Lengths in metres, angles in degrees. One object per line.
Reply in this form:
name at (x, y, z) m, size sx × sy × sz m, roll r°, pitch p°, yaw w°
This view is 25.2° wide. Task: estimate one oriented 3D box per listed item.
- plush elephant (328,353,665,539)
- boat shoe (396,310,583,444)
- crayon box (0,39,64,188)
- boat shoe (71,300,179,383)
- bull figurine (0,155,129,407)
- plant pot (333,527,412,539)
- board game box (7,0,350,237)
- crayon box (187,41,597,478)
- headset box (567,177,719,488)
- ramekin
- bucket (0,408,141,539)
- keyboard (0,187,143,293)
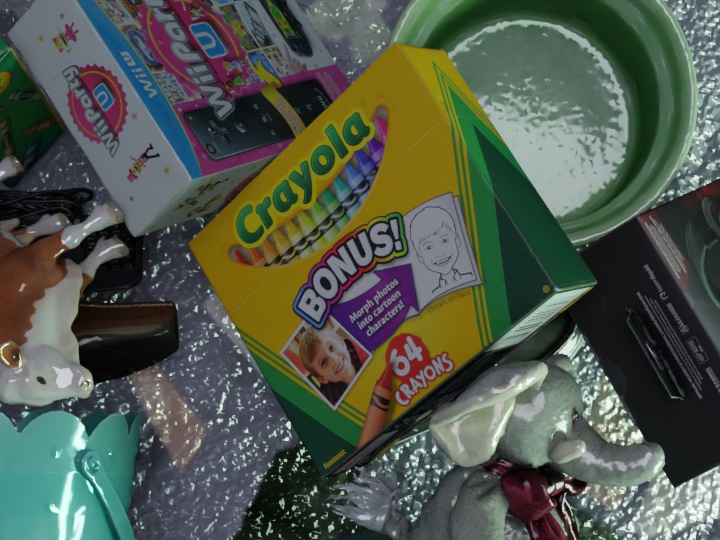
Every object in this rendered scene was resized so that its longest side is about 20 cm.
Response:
plush elephant at (0.100, 0.124, 0.933) m, size 0.200 × 0.165 × 0.155 m, roll 32°, pitch 106°, yaw 12°
boat shoe at (0.061, 0.067, 1.044) m, size 0.199 × 0.057 × 0.069 m, roll -27°, pitch 83°, yaw -4°
crayon box at (-0.259, -0.127, 0.994) m, size 0.119 × 0.200 × 0.058 m, roll 40°, pitch 83°, yaw 5°
boat shoe at (-0.218, 0.034, 1.037) m, size 0.199 × 0.076 × 0.074 m, roll -7°, pitch 68°, yaw -4°
bull figurine at (-0.202, 0.005, 0.941) m, size 0.121 × 0.065 × 0.200 m, roll -42°, pitch 45°, yaw -23°
plant pot at (0.024, 0.258, 0.977) m, size 0.199 × 0.135 × 0.201 m, roll 0°, pitch 82°, yaw -1°
board game box at (-0.099, -0.117, 1.002) m, size 0.064 × 0.200 × 0.148 m, roll -38°, pitch 82°, yaw 36°
crayon box at (0.012, -0.004, 0.955) m, size 0.200 × 0.058 × 0.173 m, roll -41°, pitch 72°, yaw 29°
headset box at (0.211, 0.031, 0.983) m, size 0.077 × 0.200 × 0.149 m, roll -35°, pitch 81°, yaw 34°
ramekin at (0.111, -0.104, 1.050) m, size 0.199 × 0.098 × 0.201 m, roll 0°, pitch 81°, yaw -1°
bucket at (-0.229, 0.147, 0.957) m, size 0.206 × 0.207 × 0.135 m, roll 3°, pitch 85°, yaw -1°
keyboard at (-0.239, -0.022, 1.032) m, size 0.199 × 0.040 × 0.104 m, roll -5°, pitch 38°, yaw -3°
